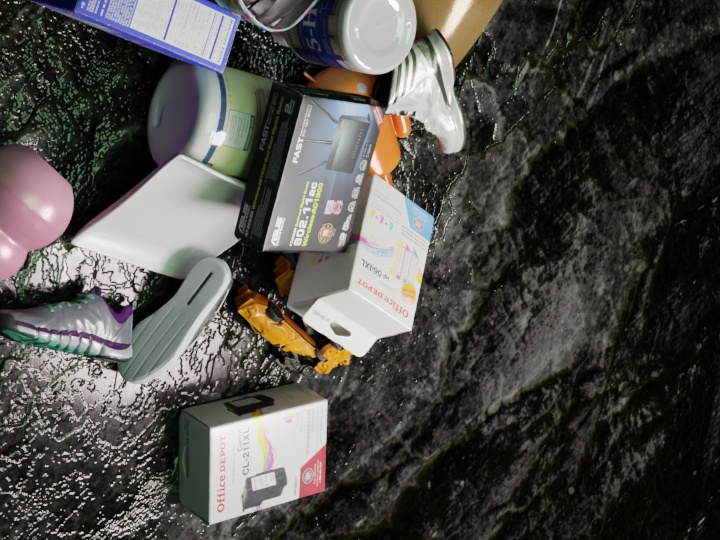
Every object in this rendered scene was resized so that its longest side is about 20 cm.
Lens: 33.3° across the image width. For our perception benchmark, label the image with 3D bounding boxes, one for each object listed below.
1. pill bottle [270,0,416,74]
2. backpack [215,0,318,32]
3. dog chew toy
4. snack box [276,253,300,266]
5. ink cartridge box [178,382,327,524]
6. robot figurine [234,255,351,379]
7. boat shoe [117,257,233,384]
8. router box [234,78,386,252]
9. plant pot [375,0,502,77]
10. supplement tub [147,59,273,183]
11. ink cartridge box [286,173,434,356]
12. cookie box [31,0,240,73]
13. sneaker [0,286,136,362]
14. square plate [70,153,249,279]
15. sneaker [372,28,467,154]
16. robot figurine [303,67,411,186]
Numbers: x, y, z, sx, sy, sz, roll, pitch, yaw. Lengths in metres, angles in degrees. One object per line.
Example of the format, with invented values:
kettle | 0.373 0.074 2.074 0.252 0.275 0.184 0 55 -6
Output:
pill bottle | -0.032 -0.322 1.543 0.119 0.199 0.121 -12 110 -35
backpack | -0.105 -0.392 1.423 0.201 0.150 0.178 -55 142 -14
dog chew toy | -0.421 -0.045 1.370 0.200 0.124 0.125 -49 128 -7
snack box | -0.037 -0.016 1.738 0.117 0.037 0.200 -51 128 -15
ink cartridge box | -0.150 0.256 1.698 0.198 0.082 0.148 -10 110 -37
robot figurine | -0.077 0.071 1.696 0.144 0.059 0.200 -35 129 14
boat shoe | -0.233 0.073 1.582 0.200 0.072 0.071 -46 161 0
router box | -0.061 -0.123 1.482 0.149 0.062 0.203 -1 112 -47
plant pot | 0.088 -0.349 1.668 0.185 0.186 0.202 8 115 -40
supplement tub | -0.154 -0.178 1.525 0.198 0.144 0.147 10 97 -40
ink cartridge box | 0.000 0.000 1.614 0.128 0.124 0.202 32 57 -34
cookie box | -0.265 -0.304 1.382 0.198 0.170 0.076 17 96 -41
sneaker | -0.364 0.055 1.487 0.199 0.074 0.089 21 73 -48
square plate | -0.225 -0.068 1.494 0.199 0.029 0.197 -33 149 26
sneaker | 0.073 -0.223 1.620 0.114 0.076 0.202 -24 138 -6
robot figurine | -0.015 -0.194 1.652 0.117 0.142 0.202 -52 133 -46
